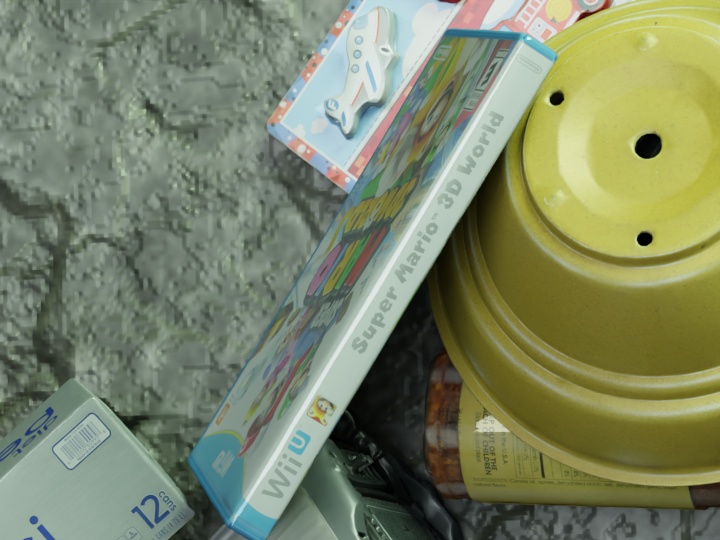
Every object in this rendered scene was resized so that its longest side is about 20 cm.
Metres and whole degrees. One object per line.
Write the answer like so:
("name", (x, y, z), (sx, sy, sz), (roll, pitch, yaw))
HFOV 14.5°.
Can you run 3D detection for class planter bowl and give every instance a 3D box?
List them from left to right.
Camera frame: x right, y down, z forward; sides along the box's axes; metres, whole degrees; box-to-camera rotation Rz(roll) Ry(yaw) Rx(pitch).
("planter bowl", (0.110, -0.030, 1.026), (0.199, 0.084, 0.202), (-6, 66, 15))

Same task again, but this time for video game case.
("video game case", (0.000, 0.000, 1.052), (0.018, 0.143, 0.201), (31, 90, -11))

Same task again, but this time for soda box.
("soda box", (-0.162, 0.133, 1.103), (0.200, 0.068, 0.064), (-42, 102, -6))

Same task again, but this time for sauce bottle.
("sauce bottle", (0.124, 0.058, 1.067), (0.198, 0.066, 0.067), (1, 84, 16))

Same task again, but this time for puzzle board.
("puzzle board", (0.073, -0.096, 1.124), (0.150, 0.017, 0.201), (37, 97, 18))

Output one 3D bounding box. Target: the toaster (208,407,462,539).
("toaster", (-0.006, 0.158, 1.072), (0.129, 0.114, 0.200), (-43, 67, 12))
